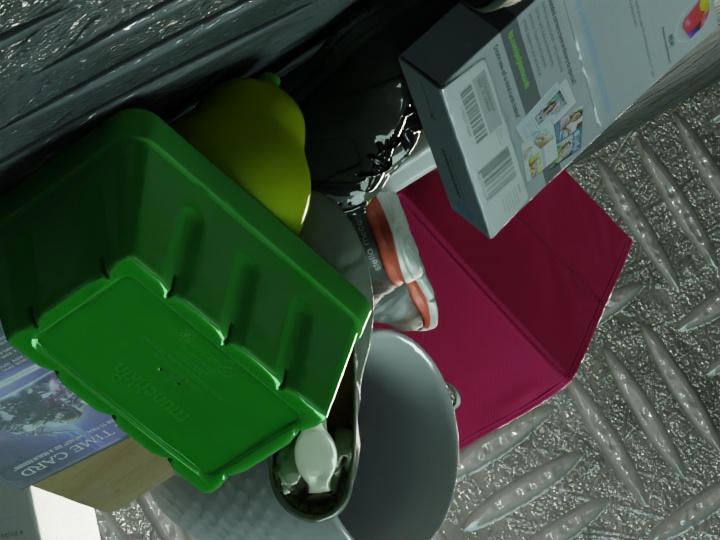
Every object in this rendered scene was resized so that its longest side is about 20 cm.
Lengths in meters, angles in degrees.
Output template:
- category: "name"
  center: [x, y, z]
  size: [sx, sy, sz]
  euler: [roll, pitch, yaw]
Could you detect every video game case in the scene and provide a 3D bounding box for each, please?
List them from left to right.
- category: "video game case"
  center: [-0.208, 0.062, 1.574]
  size: [0.143, 0.019, 0.200]
  euler: [-26, 144, 24]

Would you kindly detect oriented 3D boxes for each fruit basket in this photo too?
- category: "fruit basket"
  center: [-0.095, -0.013, 1.497]
  size: [0.155, 0.216, 0.216]
  euler: [-33, 176, 24]

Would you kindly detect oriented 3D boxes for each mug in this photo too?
- category: "mug"
  center: [-0.035, 0.132, 1.771]
  size: [0.175, 0.200, 0.148]
  euler: [-6, -132, 38]

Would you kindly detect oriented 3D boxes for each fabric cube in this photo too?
- category: "fabric cube"
  center: [0.058, 0.003, 2.112]
  size: [0.196, 0.199, 0.200]
  euler: [-32, -162, 36]

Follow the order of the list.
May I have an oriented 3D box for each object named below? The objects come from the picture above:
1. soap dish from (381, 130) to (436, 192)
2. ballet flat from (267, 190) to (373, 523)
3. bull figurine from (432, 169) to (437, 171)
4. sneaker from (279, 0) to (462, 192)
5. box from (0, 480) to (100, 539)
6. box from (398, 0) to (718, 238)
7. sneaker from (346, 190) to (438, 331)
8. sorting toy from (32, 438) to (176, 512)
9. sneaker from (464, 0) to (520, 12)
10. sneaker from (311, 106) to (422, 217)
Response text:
- category: "soap dish"
  center: [0.018, -0.100, 1.764]
  size: [0.200, 0.081, 0.157]
  euler: [-33, 176, 19]
- category: "ballet flat"
  center: [-0.025, 0.054, 1.581]
  size: [0.067, 0.201, 0.064]
  euler: [-1, -157, 1]
- category: "bull figurine"
  center: [0.062, -0.114, 1.930]
  size: [0.121, 0.065, 0.200]
  euler: [-30, -174, 38]
- category: "sneaker"
  center: [0.002, -0.098, 1.585]
  size: [0.200, 0.091, 0.076]
  euler: [-36, 175, 20]
- category: "box"
  center: [-0.253, 0.156, 1.851]
  size: [0.106, 0.201, 0.152]
  euler: [-13, 179, 9]
- category: "box"
  center: [0.120, -0.134, 1.585]
  size: [0.200, 0.041, 0.156]
  euler: [-42, 147, -12]
- category: "sneaker"
  center: [0.000, 0.000, 1.804]
  size: [0.082, 0.077, 0.200]
  euler: [-20, 161, 2]
- category: "sorting toy"
  center: [-0.167, 0.050, 1.651]
  size: [0.198, 0.070, 0.200]
  euler: [25, 135, -37]
- category: "sneaker"
  center: [0.129, -0.201, 1.398]
  size: [0.114, 0.076, 0.199]
  euler: [-32, 180, -28]
- category: "sneaker"
  center: [0.001, -0.079, 1.661]
  size: [0.199, 0.083, 0.071]
  euler: [-20, -163, 17]
